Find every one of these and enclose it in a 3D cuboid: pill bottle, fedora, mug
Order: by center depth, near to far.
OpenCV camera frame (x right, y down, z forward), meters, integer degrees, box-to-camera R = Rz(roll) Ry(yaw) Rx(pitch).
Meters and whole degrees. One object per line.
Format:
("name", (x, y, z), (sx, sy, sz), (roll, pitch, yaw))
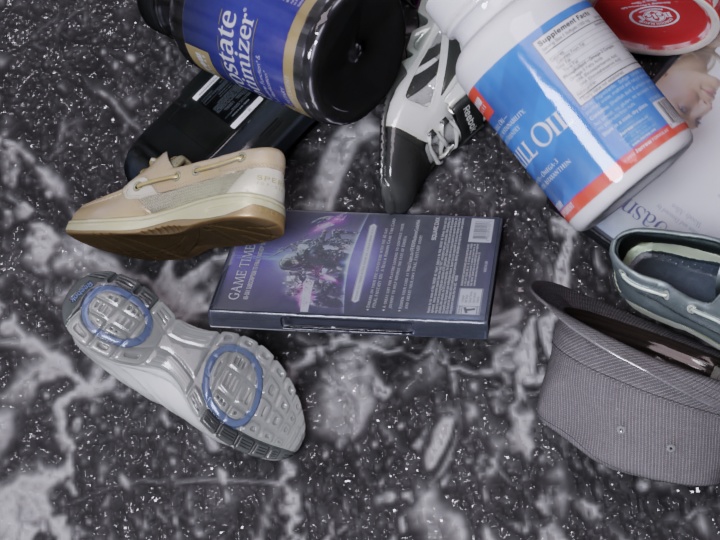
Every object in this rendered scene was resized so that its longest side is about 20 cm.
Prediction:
("fedora", (0.192, 0.088, 1.381), (0.199, 0.177, 0.091), (21, 99, -1))
("pill bottle", (0.139, -0.137, 1.450), (0.112, 0.112, 0.200), (-37, 82, -10))
("pill bottle", (-0.071, -0.190, 1.501), (0.199, 0.112, 0.112), (26, 71, 36))
("mug", (0.223, -0.271, 1.550), (0.133, 0.177, 0.201), (19, 66, -22))

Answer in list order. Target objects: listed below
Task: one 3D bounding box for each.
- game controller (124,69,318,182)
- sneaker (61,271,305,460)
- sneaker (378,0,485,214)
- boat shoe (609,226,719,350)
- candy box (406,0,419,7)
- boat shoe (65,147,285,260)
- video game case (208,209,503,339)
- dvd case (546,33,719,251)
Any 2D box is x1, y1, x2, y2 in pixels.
("game controller", (-0.092, -0.122, 1.563), (0.104, 0.042, 0.200), (34, 73, 34))
("sneaker", (-0.126, 0.072, 1.459), (0.199, 0.087, 0.075), (35, 72, 0))
("sneaker", (0.070, -0.131, 1.521), (0.088, 0.074, 0.201), (13, 69, 14))
("boat shoe", (0.259, 0.016, 1.390), (0.199, 0.062, 0.073), (19, 71, 36))
("candy box", (0.059, -0.311, 1.532), (0.061, 0.200, 0.136), (40, 76, 20))
("boat shoe", (-0.134, -0.051, 1.482), (0.199, 0.072, 0.065), (-8, 69, 38))
("video game case", (0.000, 0.000, 1.463), (0.198, 0.019, 0.143), (2, 33, 8))
("dvd case", (0.255, -0.082, 1.508), (0.142, 0.018, 0.200), (38, 76, 19))
